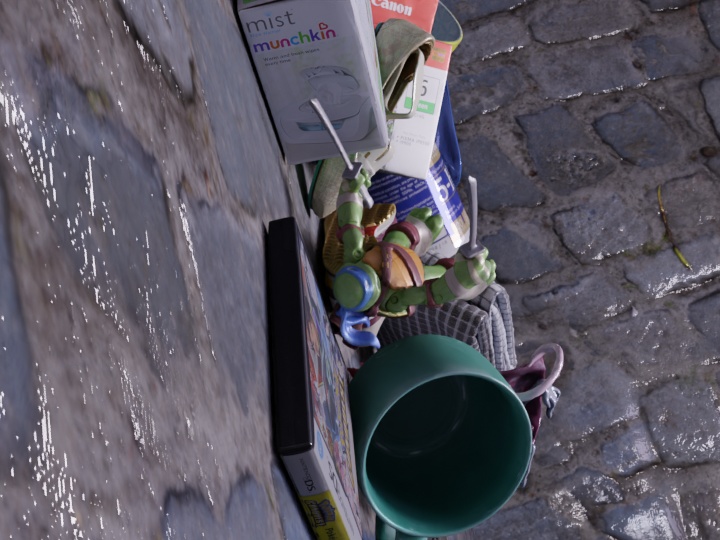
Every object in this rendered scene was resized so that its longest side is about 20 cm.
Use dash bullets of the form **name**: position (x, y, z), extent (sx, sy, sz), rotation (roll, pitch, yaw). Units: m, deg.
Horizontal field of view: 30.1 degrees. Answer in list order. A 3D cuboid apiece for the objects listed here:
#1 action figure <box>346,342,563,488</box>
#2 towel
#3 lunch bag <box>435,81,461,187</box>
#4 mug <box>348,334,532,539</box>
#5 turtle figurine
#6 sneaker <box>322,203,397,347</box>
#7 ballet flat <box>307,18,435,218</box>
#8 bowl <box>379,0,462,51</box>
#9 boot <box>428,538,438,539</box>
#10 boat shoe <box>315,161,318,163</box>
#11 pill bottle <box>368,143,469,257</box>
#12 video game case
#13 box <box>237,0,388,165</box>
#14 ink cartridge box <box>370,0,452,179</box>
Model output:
- **action figure**: position (0.076, 0.124, 1.257), extent (0.134, 0.198, 0.150), rotation (-56, 161, -40)
- **towel**: position (0.080, 0.059, 1.490), extent (0.086, 0.164, 0.201), rotation (-54, 154, -23)
- **lunch bag**: position (0.050, -0.169, 1.787), extent (0.136, 0.131, 0.202), rotation (111, -28, -68)
- **mug**: position (0.046, 0.144, 1.151), extent (0.152, 0.185, 0.115), rotation (47, 3, -25)
- **turtle figurine**: position (0.052, -0.035, 1.120), extent (0.194, 0.142, 0.203), rotation (-6, 98, -67)
- **sneaker**: position (0.000, 0.000, 1.294), extent (0.200, 0.074, 0.091), rotation (-70, 155, -66)
- **ballet flat**: position (0.013, -0.137, 1.231), extent (0.202, 0.062, 0.067), rotation (-69, 162, -4)
- **bowl**: position (0.000, -0.259, 1.438), extent (0.108, 0.199, 0.201), rotation (-56, -164, 24)
- **boot**: position (0.061, 0.235, 1.513), extent (0.201, 0.069, 0.133), rotation (-74, 158, -54)
- **boat shoe**: position (0.009, -0.148, 1.405), extent (0.199, 0.070, 0.092), rotation (1, 84, -54)
- **pill bottle**: position (0.040, -0.107, 1.550), extent (0.120, 0.119, 0.202), rotation (-85, 151, -70)
- **video game case**: position (-0.032, 0.095, 0.977), extent (0.182, 0.025, 0.202), rotation (73, 9, -48)
- **box**: position (-0.041, -0.227, 1.139), extent (0.177, 0.095, 0.202), rotation (72, 10, -50)
- **ink cartridge box**: position (0.028, -0.198, 1.303), extent (0.050, 0.108, 0.203), rotation (17, -83, 62)
